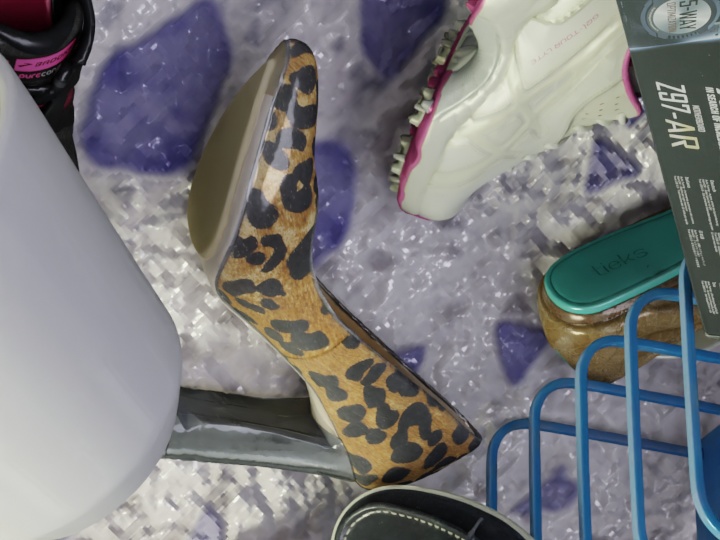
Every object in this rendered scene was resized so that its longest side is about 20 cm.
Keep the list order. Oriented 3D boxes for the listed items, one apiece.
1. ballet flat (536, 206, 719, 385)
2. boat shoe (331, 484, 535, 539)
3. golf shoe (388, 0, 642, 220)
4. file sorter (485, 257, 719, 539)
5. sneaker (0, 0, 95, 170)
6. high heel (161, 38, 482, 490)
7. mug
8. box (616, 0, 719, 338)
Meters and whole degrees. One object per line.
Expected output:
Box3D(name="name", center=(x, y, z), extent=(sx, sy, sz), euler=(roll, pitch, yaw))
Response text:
Box3D(name="ballet flat", center=(0.170, -0.007, 1.122), extent=(0.200, 0.068, 0.072), euler=(-29, 135, -10))
Box3D(name="boat shoe", center=(0.048, 0.143, 0.994), extent=(0.062, 0.200, 0.075), euler=(19, 105, -45))
Box3D(name="golf shoe", center=(0.072, -0.073, 0.999), extent=(0.091, 0.200, 0.075), euler=(24, 54, -3))
Box3D(name="file sorter", center=(0.143, 0.090, 1.045), extent=(0.122, 0.200, 0.139), euler=(11, 61, -18))
Box3D(name="sneaker", center=(-0.139, -0.077, 0.963), extent=(0.076, 0.084, 0.201), euler=(-11, 114, -16))
Box3D(name="high heel", center=(0.000, 0.000, 1.044), extent=(0.142, 0.071, 0.201), euler=(6, 121, -16))
Box3D(name="mug", center=(-0.149, 0.012, 0.932), extent=(0.149, 0.187, 0.153), euler=(-43, 127, -3))
Box3D(name="box", center=(0.148, -0.095, 0.918), extent=(0.200, 0.043, 0.161), euler=(68, 37, -47))
